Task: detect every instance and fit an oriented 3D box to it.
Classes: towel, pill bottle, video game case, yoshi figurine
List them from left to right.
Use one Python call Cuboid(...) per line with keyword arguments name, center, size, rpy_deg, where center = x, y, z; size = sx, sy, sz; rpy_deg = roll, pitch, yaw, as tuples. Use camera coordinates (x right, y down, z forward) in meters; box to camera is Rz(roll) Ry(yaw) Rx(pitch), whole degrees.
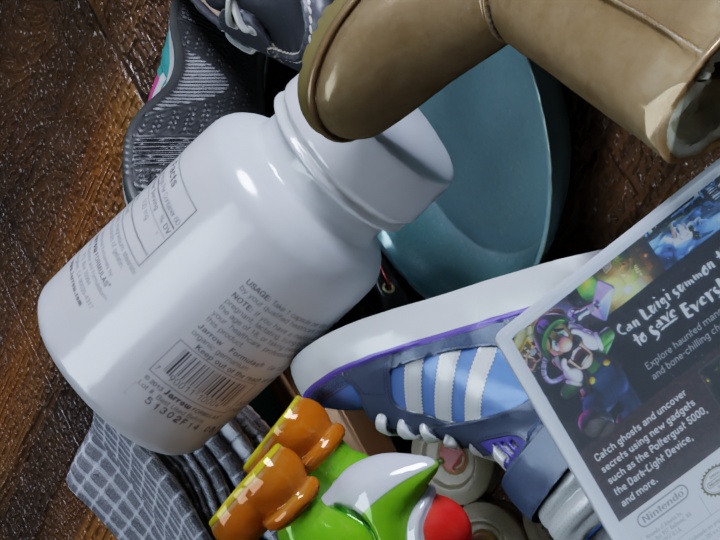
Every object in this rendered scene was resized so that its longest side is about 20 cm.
Cuboid(name="towel", center=(-0.078, 0.138, 1.570), size=(0.200, 0.085, 0.166), rpy_deg=(49, 163, 10))
Cuboid(name="pill bottle", center=(-0.054, -0.012, 1.390), size=(0.200, 0.114, 0.115), rpy_deg=(-42, 63, 19))
Cuboid(name="yoshi figurine", center=(0.021, 0.158, 1.356), size=(0.200, 0.113, 0.112), rpy_deg=(36, 170, -3))
Cuboid(name="video game case", center=(0.174, 0.044, 1.161), size=(0.200, 0.023, 0.182), rpy_deg=(-39, 67, 22))

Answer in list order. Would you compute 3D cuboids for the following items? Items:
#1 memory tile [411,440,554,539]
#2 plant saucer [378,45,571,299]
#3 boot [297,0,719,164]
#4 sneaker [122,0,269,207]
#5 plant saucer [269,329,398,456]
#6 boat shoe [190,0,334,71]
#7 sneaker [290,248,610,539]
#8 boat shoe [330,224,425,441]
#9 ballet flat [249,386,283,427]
Cuboid(name="memory tile", center=(0.109, 0.144, 1.375), size=(0.153, 0.017, 0.201), rpy_deg=(-25, 83, 35))
Cuboid(name="plant saucer", center=(0.048, -0.077, 1.406), size=(0.200, 0.036, 0.201), rpy_deg=(36, 135, 47))
Cuboid(name="boot", center=(0.080, -0.095, 1.228), size=(0.066, 0.175, 0.200), rpy_deg=(42, 178, -42))
Cuboid(name="sneaker", center=(-0.092, -0.058, 1.551), size=(0.200, 0.083, 0.121), rpy_deg=(-78, -4, -45))
Cuboid(name="plant saucer", center=(-0.021, 0.071, 1.526), size=(0.201, 0.032, 0.200), rpy_deg=(59, 174, 10))
Cuboid(name="boat shoe", center=(-0.053, -0.148, 1.465), size=(0.200, 0.060, 0.074), rpy_deg=(-125, 37, -61))
Cuboid(name="sneaker", center=(0.064, 0.082, 1.337), size=(0.199, 0.080, 0.147), rpy_deg=(-19, 84, 32))
Cuboid(name="boat shoe", center=(0.001, -0.002, 1.504), size=(0.202, 0.063, 0.074), rpy_deg=(62, 152, 21))
Cuboid(name="ballet flat", center=(-0.077, 0.031, 1.652), size=(0.068, 0.068, 0.201), rpy_deg=(172, 82, -73))
